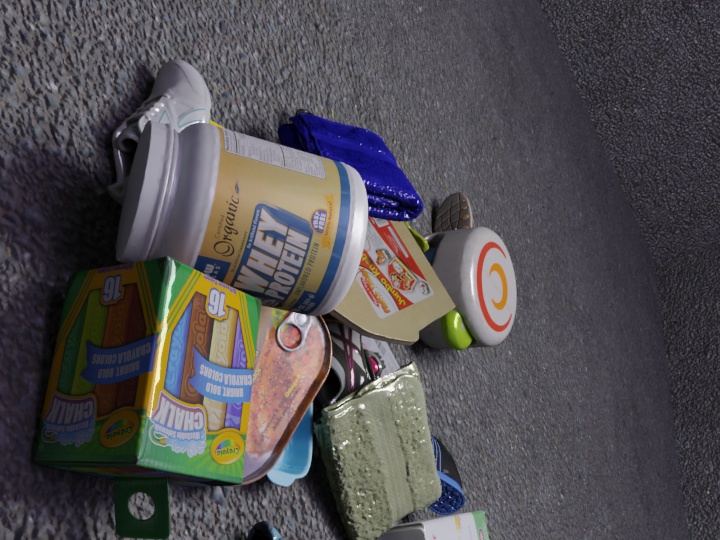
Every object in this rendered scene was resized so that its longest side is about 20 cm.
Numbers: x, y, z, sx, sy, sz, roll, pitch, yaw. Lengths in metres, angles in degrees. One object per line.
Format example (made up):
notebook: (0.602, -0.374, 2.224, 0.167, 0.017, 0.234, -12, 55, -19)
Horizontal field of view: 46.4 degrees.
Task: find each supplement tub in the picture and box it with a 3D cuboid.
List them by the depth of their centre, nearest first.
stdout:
supplement tub: (-0.106, -0.047, 0.753, 0.196, 0.145, 0.147, 13, 58, -22)

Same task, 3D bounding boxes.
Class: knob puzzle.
knob puzzle: (0.000, 0.000, 0.933, 0.217, 0.030, 0.223, 25, 46, -28)

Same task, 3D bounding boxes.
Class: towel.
towel: (-0.014, -0.126, 0.970, 0.145, 0.050, 0.201, 8, 26, -18)
towel: (0.026, 0.219, 0.983, 0.147, 0.036, 0.203, -25, 118, -26)

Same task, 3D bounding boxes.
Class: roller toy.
roller toy: (0.154, 0.030, 1.328, 0.199, 0.138, 0.187, 1, 84, -56)

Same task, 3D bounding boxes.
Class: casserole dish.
casserole dish: (-0.099, 0.132, 0.908, 0.121, 0.038, 0.204, 35, 45, -50)

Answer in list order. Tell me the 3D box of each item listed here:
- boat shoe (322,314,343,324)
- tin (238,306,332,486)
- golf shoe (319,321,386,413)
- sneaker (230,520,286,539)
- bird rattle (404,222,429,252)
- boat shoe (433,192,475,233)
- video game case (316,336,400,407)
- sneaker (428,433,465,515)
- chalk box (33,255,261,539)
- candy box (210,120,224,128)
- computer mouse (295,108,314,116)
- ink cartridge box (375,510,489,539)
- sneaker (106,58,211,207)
boat shoe: (-0.064, 0.021, 0.915, 0.198, 0.072, 0.069, 11, 52, -49)
tin: (-0.105, 0.114, 0.823, 0.112, 0.042, 0.201, 43, 61, -18)
golf shoe: (-0.035, 0.079, 1.006, 0.087, 0.077, 0.203, -6, 64, -42)
sneaker: (-0.075, 0.293, 0.821, 0.199, 0.078, 0.097, 22, 54, -57)
bird rattle: (-0.009, -0.028, 1.089, 0.111, 0.200, 0.166, -12, 120, -27)
boat shoe: (0.175, -0.036, 1.485, 0.072, 0.074, 0.204, 28, 60, -58)
video game case: (0.017, 0.176, 1.119, 0.202, 0.022, 0.183, 62, 29, -23)
sneaker: (0.065, 0.236, 1.095, 0.201, 0.070, 0.078, 51, 13, -29)
chalk box: (-0.171, 0.109, 0.679, 0.124, 0.123, 0.204, 32, 56, -52)
candy box: (-0.144, -0.108, 0.970, 0.199, 0.026, 0.104, 23, 52, -57)
computer mouse: (-0.079, -0.142, 1.063, 0.058, 0.034, 0.202, 24, 37, -13)
ink cartridge box: (0.101, 0.396, 1.083, 0.199, 0.086, 0.148, 19, 58, -60)
sneaker: (-0.200, -0.138, 0.837, 0.080, 0.069, 0.204, 34, 47, -46)
